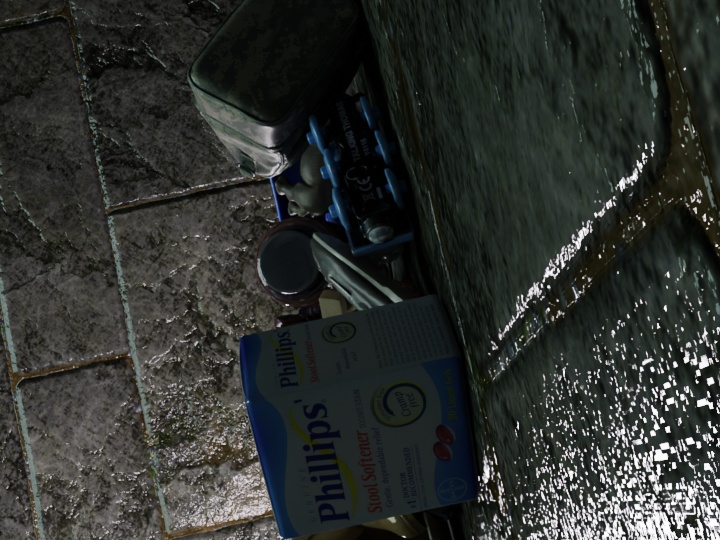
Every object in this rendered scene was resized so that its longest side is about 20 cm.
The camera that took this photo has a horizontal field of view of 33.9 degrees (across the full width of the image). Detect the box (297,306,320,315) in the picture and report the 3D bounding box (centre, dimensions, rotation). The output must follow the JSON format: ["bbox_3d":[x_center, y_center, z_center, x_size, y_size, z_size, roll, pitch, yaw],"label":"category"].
[{"bbox_3d":[-0.018,0.126,1.622,0.132,0.114,0.200,58,-162,-22],"label":"box"}]

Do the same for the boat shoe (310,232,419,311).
[{"bbox_3d":[0.000,0.022,1.223,0.200,0.067,0.057,38,105,44],"label":"boat shoe"}]

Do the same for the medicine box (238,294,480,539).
[{"bbox_3d":[-0.001,0.142,1.130,0.103,0.199,0.183,-107,5,-56],"label":"medicine box"}]

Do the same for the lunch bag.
[{"bbox_3d":[-0.086,-0.219,1.347,0.200,0.139,0.168,-57,-13,-18],"label":"lunch bag"}]

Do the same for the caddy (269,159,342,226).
[{"bbox_3d":[-0.047,-0.119,1.578,0.105,0.141,0.201,-100,-3,-80],"label":"caddy"}]

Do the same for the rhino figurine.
[{"bbox_3d":[-0.044,-0.161,1.479,0.087,0.060,0.201,17,94,45],"label":"rhino figurine"}]

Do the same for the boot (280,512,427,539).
[{"bbox_3d":[-0.025,0.342,1.454,0.066,0.200,0.175,45,174,-27],"label":"boot"}]

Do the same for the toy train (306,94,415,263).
[{"bbox_3d":[0.004,-0.096,1.262,0.114,0.086,0.201,67,-175,-54],"label":"toy train"}]

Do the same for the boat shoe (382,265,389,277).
[{"bbox_3d":[0.018,0.018,1.740,0.072,0.070,0.202,-68,-31,-59],"label":"boat shoe"}]

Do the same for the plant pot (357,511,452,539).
[{"bbox_3d":[0.034,0.379,1.559,0.177,0.199,0.200,48,-159,-46],"label":"plant pot"}]

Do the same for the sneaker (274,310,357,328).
[{"bbox_3d":[-0.030,0.073,1.390,0.199,0.115,0.076,-22,73,42],"label":"sneaker"}]

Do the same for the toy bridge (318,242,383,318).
[{"bbox_3d":[0.000,0.000,1.345,0.200,0.027,0.067,-63,-29,-46],"label":"toy bridge"}]

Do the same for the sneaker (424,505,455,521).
[{"bbox_3d":[0.047,0.232,1.467,0.200,0.073,0.082,52,173,34],"label":"sneaker"}]

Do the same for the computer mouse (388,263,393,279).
[{"bbox_3d":[0.011,-0.060,1.463,0.110,0.044,0.201,-13,-88,-75],"label":"computer mouse"}]

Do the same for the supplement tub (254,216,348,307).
[{"bbox_3d":[-0.063,-0.010,1.393,0.200,0.106,0.108,3,-106,-80],"label":"supplement tub"}]

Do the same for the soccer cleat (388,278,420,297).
[{"bbox_3d":[0.043,0.079,1.280,0.200,0.069,0.078,-112,26,-55],"label":"soccer cleat"}]
